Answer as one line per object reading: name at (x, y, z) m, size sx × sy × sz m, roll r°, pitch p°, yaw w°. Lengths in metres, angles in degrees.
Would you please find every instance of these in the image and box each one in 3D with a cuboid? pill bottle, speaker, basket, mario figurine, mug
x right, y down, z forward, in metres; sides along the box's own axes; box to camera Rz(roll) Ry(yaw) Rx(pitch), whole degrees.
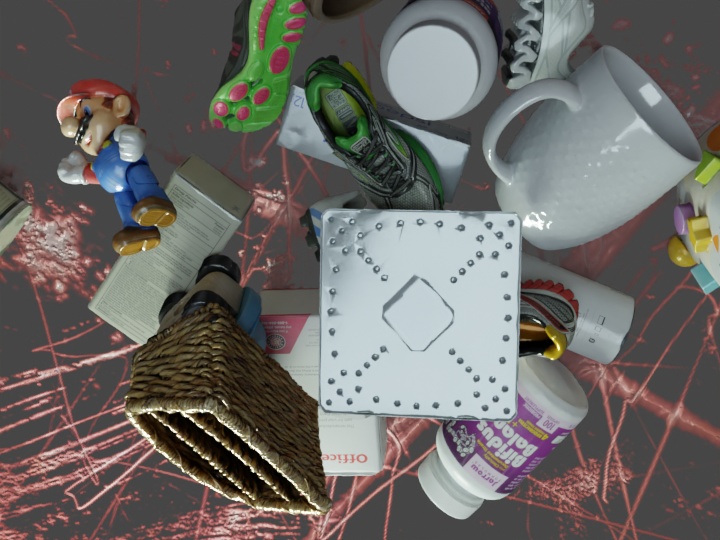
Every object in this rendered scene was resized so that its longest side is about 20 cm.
pill bottle at (0.157, 0.188, 1.175) m, size 0.112 × 0.113 × 0.201 m, roll 36°, pitch 112°, yaw -8°
speaker at (0.192, 0.029, 1.123) m, size 0.197 × 0.081 × 0.082 m, roll 22°, pitch 113°, yaw -2°
basket at (-0.139, 0.163, 1.016) m, size 0.141 × 0.150 × 0.200 m, roll -30°, pitch 127°, yaw 15°
mario figurine at (-0.272, -0.116, 1.079) m, size 0.122 × 0.106 × 0.202 m, roll -31°, pitch 66°, yaw 6°
mug at (0.206, -0.117, 1.014) m, size 0.198 × 0.149 × 0.175 m, roll 24°, pitch 128°, yaw -35°
pill bottle at (0.078, -0.208, 0.976) m, size 0.109 × 0.200 × 0.113 m, roll 4°, pitch 113°, yaw 9°

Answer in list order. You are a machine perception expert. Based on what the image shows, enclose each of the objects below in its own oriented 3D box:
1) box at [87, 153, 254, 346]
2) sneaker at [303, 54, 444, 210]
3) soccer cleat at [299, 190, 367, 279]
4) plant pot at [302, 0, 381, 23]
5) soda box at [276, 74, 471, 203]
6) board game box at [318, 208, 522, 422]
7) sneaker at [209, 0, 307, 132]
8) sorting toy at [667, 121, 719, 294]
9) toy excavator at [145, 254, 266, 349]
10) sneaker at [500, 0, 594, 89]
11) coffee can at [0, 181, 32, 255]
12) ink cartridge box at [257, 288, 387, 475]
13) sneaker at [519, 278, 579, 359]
box at (-0.212, -0.020, 1.159) m, size 0.094 × 0.078 × 0.201 m, roll 36°, pitch 112°, yaw -8°
sneaker at (0.008, -0.116, 1.018) m, size 0.078 × 0.085 × 0.200 m, roll -38°, pitch 103°, yaw 18°
soccer cleat at (0.000, 0.000, 1.095) m, size 0.085 × 0.070 × 0.202 m, roll -24°, pitch 63°, yaw 5°
plant pot at (-0.016, -0.360, 0.953) m, size 0.200 × 0.200 × 0.175 m, roll -41°, pitch 84°, yaw 20°
soda box at (0.015, -0.139, 1.088) m, size 0.197 × 0.064 × 0.069 m, roll 18°, pitch 112°, yaw 0°
board game box at (0.058, 0.042, 1.015) m, size 0.196 × 0.026 × 0.204 m, roll 2°, pitch 94°, yaw 9°
sneaker at (-0.103, -0.226, 1.069) m, size 0.076 × 0.085 × 0.201 m, roll 15°, pitch 131°, yaw -21°
sorting toy at (0.370, -0.041, 1.017) m, size 0.105 × 0.180 × 0.203 m, roll -4°, pitch 111°, yaw 9°
toy excavator at (-0.147, 0.117, 1.119) m, size 0.200 × 0.100 × 0.194 m, roll 42°, pitch 113°, yaw -17°
sneaker at (0.194, -0.275, 1.011) m, size 0.080 × 0.076 × 0.203 m, roll 7°, pitch 121°, yaw -4°
coffee can at (-0.487, -0.079, 1.134) m, size 0.199 × 0.147 × 0.147 m, roll 39°, pitch 112°, yaw -9°
ink cartridge box at (-0.047, 0.129, 1.194) m, size 0.144 × 0.083 × 0.203 m, roll -1°, pitch 111°, yaw 8°
sneaker at (0.123, 0.050, 1.055) m, size 0.196 × 0.083 × 0.079 m, roll 1°, pitch 124°, yaw 15°
